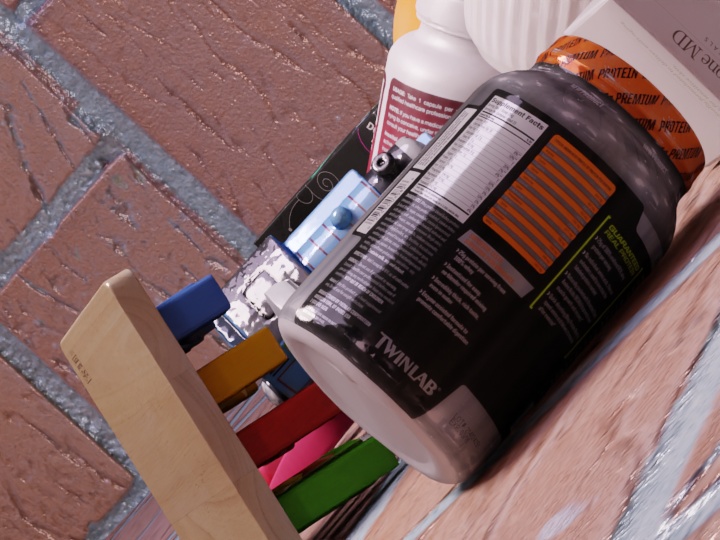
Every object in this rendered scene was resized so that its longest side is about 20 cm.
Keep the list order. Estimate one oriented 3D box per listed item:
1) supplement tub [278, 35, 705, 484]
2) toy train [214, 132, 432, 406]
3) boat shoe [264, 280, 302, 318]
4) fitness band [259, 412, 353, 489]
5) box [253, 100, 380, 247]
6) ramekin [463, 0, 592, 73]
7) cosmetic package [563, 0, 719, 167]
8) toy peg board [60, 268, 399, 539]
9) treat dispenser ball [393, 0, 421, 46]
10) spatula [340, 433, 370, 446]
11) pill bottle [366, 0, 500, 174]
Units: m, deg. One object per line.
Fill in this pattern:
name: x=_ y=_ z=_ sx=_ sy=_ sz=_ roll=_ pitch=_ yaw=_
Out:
supplement tub: x=0.066 y=-0.008 z=1.351 sx=0.200 sy=0.122 sz=0.123 roll=-47 pitch=2 yaw=-11
toy train: x=0.000 y=0.000 z=1.769 sx=0.200 sy=0.087 sz=0.114 roll=-47 pitch=-35 yaw=2
boat shoe: x=0.009 y=0.046 z=1.627 sx=0.057 sy=0.069 sz=0.200 roll=-37 pitch=32 yaw=-10
fitness band: x=-0.008 y=0.092 z=1.907 sx=0.144 sy=0.037 sz=0.200 roll=-50 pitch=-4 yaw=20
box: x=0.039 y=-0.054 z=2.299 sx=0.200 sy=0.148 sz=0.124 roll=-45 pitch=2 yaw=43
ramekin: x=0.151 y=-0.169 z=1.638 sx=0.200 sy=0.199 sz=0.106 roll=-52 pitch=-27 yaw=-63
cosmetic package: x=0.213 y=-0.165 z=1.473 sx=0.200 sy=0.108 sz=0.085 roll=-50 pitch=4 yaw=-17
toy peg board: x=-0.074 y=0.086 z=1.683 sx=0.098 sy=0.200 sz=0.200 roll=-31 pitch=-3 yaw=-18
treat dispenser ball: x=0.122 y=-0.168 z=2.032 sx=0.201 sy=0.201 sz=0.201 roll=-47 pitch=2 yaw=2
spatula: x=0.002 y=0.111 z=1.785 sx=0.057 sy=0.021 sz=0.200 roll=-50 pitch=2 yaw=-31
pill bottle: x=0.065 y=-0.091 z=1.902 sx=0.113 sy=0.112 sz=0.201 roll=-53 pitch=-25 yaw=-69
